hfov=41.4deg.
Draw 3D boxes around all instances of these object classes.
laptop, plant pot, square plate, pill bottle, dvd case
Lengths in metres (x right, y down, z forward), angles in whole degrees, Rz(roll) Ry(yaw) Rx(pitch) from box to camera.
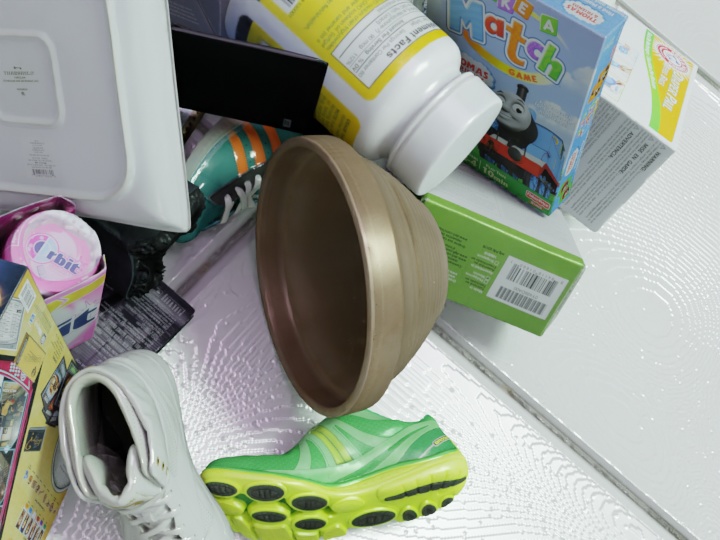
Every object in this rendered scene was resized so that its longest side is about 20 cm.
[{"bbox_3d":[-0.118,-0.188,0.674,0.103,0.177,0.201,-25,87,-10],"label":"laptop"},{"bbox_3d":[0.000,0.000,0.700,0.092,0.201,0.202,-8,68,-27],"label":"plant pot"},{"bbox_3d":[-0.207,-0.124,0.608,0.199,0.199,0.028,7,23,22],"label":"square plate"},{"bbox_3d":[0.003,-0.158,0.727,0.200,0.114,0.114,44,57,8],"label":"pill bottle"},{"bbox_3d":[-0.239,0.049,0.687,0.149,0.016,0.200,41,57,0],"label":"dvd case"}]

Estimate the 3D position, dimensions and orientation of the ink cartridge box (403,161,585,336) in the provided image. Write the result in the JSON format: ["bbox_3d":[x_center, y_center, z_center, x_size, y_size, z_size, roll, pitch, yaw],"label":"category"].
[{"bbox_3d":[0.103,-0.046,0.846,0.147,0.076,0.200,22,25,-10],"label":"ink cartridge box"}]

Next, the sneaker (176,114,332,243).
[{"bbox_3d":[-0.086,-0.086,0.784,0.080,0.071,0.200,33,56,2],"label":"sneaker"}]

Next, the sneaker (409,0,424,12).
[{"bbox_3d":[0.006,-0.213,0.820,0.082,0.073,0.201,3,85,-42],"label":"sneaker"}]

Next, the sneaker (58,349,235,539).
[{"bbox_3d":[-0.136,0.152,0.597,0.073,0.116,0.201,-21,88,4],"label":"sneaker"}]

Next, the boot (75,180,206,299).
[{"bbox_3d":[-0.177,-0.095,0.669,0.168,0.201,0.076,32,24,5],"label":"boot"}]

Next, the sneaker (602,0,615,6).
[{"bbox_3d":[0.172,-0.223,0.839,0.073,0.085,0.200,38,73,6],"label":"sneaker"}]

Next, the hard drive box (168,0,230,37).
[{"bbox_3d":[-0.116,-0.286,0.820,0.155,0.077,0.200,26,43,21],"label":"hard drive box"}]

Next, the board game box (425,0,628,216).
[{"bbox_3d":[0.116,-0.152,0.757,0.151,0.200,0.037,36,61,21],"label":"board game box"}]

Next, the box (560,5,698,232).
[{"bbox_3d":[0.231,-0.147,0.890,0.101,0.113,0.200,37,39,-1],"label":"box"}]

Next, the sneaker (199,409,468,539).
[{"bbox_3d":[-0.022,0.148,0.704,0.199,0.074,0.084,-2,39,-18],"label":"sneaker"}]

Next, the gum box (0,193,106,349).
[{"bbox_3d":[-0.260,0.036,0.608,0.200,0.114,0.066,-30,78,-31],"label":"gum box"}]

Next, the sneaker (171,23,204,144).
[{"bbox_3d":[-0.164,-0.187,0.804,0.108,0.070,0.201,29,60,-8],"label":"sneaker"}]

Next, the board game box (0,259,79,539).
[{"bbox_3d":[-0.209,0.099,0.546,0.034,0.200,0.136,14,59,6],"label":"board game box"}]

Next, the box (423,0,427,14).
[{"bbox_3d":[0.096,-0.267,0.913,0.200,0.137,0.040,-47,125,-32],"label":"box"}]
